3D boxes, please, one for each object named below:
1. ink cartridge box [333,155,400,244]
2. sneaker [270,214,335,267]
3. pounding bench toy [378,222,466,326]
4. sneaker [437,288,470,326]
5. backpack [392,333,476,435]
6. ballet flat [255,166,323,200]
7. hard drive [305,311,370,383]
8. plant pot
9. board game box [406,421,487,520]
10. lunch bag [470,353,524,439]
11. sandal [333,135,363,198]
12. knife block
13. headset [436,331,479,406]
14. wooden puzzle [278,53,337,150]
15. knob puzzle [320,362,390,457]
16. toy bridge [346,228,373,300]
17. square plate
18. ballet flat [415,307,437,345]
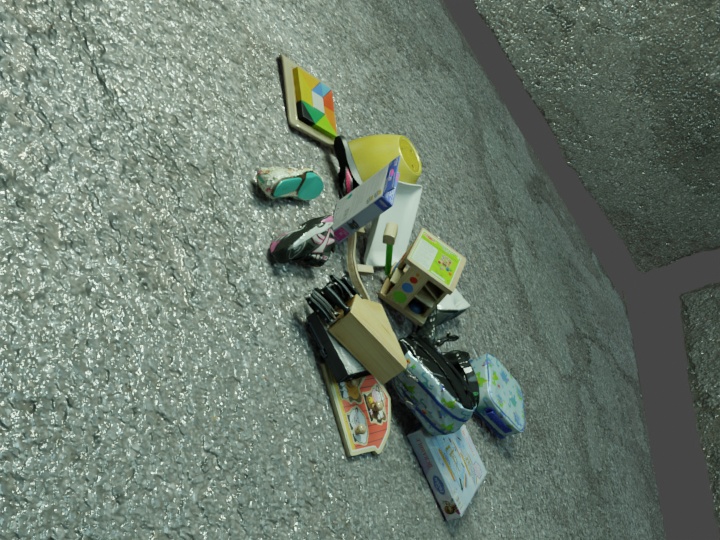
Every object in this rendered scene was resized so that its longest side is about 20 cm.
[{"bbox_3d":[0.018,-0.149,1.599,0.042,0.199,0.120,38,38,-22],"label":"ink cartridge box"},{"bbox_3d":[-0.095,-0.044,1.465,0.200,0.079,0.087,-35,110,-56],"label":"sneaker"},{"bbox_3d":[0.104,-0.001,1.699,0.199,0.156,0.125,35,42,-4],"label":"pounding bench toy"},{"bbox_3d":[0.210,0.084,1.910,0.088,0.074,0.200,57,20,9],"label":"sneaker"},{"bbox_3d":[0.152,0.245,1.581,0.199,0.155,0.163,33,7,22],"label":"backpack"},{"bbox_3d":[-0.140,-0.182,1.504,0.064,0.076,0.199,37,16,18],"label":"ballet flat"},{"bbox_3d":[-0.014,0.139,1.474,0.199,0.038,0.141,0,56,-59],"label":"hard drive"},{"bbox_3d":[0.062,-0.246,1.812,0.200,0.141,0.202,38,39,-39],"label":"plant pot"},{"bbox_3d":[0.193,0.404,1.651,0.199,0.041,0.202,-26,92,-62],"label":"board game box"},{"bbox_3d":[0.343,0.323,1.926,0.200,0.082,0.162,45,34,-33],"label":"lunch bag"},{"bbox_3d":[-0.030,-0.204,1.709,0.045,0.075,0.202,-20,90,-27],"label":"sandal"},{"bbox_3d":[-0.015,0.104,1.398,0.175,0.064,0.202,16,43,-51],"label":"knife block"},{"bbox_3d":[0.222,0.222,1.696,0.201,0.093,0.125,-122,-154,-44],"label":"headset"},{"bbox_3d":[-0.109,-0.384,1.734,0.184,0.037,0.203,20,53,-53],"label":"wooden puzzle"},{"bbox_3d":[0.012,0.256,1.467,0.219,0.030,0.222,40,37,-39],"label":"knob puzzle"},{"bbox_3d":[0.000,0.000,1.625,0.067,0.027,0.203,8,67,-57],"label":"toy bridge"},{"bbox_3d":[0.071,-0.107,1.739,0.197,0.028,0.203,-2,108,-62],"label":"square plate"},{"bbox_3d":[0.149,0.099,1.788,0.056,0.067,0.202,15,44,-14],"label":"ballet flat"}]
